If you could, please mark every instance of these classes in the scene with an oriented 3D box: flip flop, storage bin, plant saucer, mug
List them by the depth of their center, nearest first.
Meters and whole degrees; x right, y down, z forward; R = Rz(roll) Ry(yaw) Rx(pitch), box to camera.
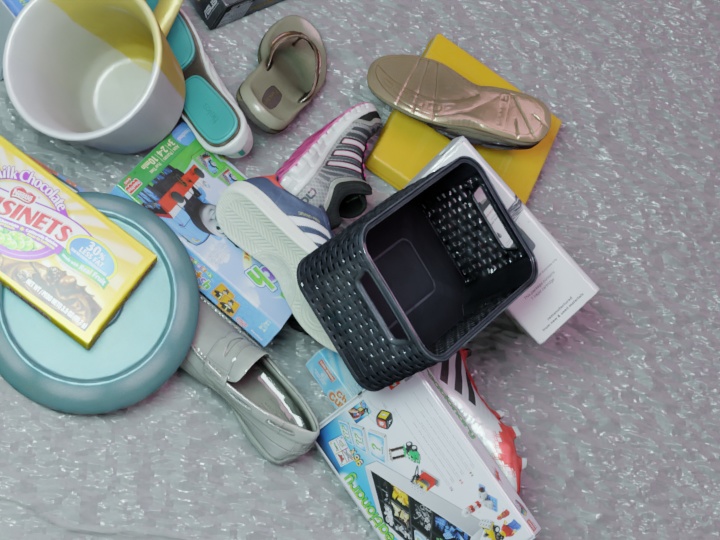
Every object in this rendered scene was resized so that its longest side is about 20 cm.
[{"bbox_3d":[-0.241,0.025,1.505,0.198,0.027,0.202,2,77,-7],"label":"plant saucer"},{"bbox_3d":[0.053,0.001,1.527,0.200,0.093,0.136,-37,97,-46],"label":"storage bin"},{"bbox_3d":[-0.217,-0.186,1.578,0.186,0.153,0.150,-31,76,5],"label":"mug"},{"bbox_3d":[-0.072,-0.208,1.737,0.081,0.058,0.200,38,32,-7],"label":"flip flop"}]

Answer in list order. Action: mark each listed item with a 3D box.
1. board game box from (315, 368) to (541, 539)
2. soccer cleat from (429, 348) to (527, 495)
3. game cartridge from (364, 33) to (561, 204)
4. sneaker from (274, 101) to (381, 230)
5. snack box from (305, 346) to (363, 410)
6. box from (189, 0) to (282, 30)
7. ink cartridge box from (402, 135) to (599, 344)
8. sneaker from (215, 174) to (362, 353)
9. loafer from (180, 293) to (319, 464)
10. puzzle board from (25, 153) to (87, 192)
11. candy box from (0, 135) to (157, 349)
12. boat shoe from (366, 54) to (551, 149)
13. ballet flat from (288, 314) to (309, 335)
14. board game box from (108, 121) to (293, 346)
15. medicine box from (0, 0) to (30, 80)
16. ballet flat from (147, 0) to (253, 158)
[{"bbox_3d":[0.058,0.194,1.568,0.201,0.126,0.035,55,17,7],"label":"board game box"},{"bbox_3d":[0.086,0.134,1.608,0.085,0.069,0.201,-15,69,-26],"label":"soccer cleat"},{"bbox_3d":[0.113,-0.137,1.842,0.176,0.032,0.201,34,55,-9],"label":"game cartridge"},{"bbox_3d":[-0.023,-0.097,1.709,0.088,0.074,0.200,50,37,-9],"label":"sneaker"},{"bbox_3d":[0.049,0.140,1.645,0.116,0.037,0.201,-30,81,-38],"label":"snack box"},{"bbox_3d":[-0.123,-0.359,1.818,0.199,0.048,0.159,-30,80,-38],"label":"box"},{"bbox_3d":[0.134,-0.031,1.702,0.084,0.146,0.200,-42,93,1],"label":"ink cartridge box"},{"bbox_3d":[-0.042,-0.012,1.583,0.200,0.075,0.084,51,38,6],"label":"sneaker"},{"bbox_3d":[-0.111,0.086,1.560,0.200,0.070,0.070,47,47,-2],"label":"loafer"},{"bbox_3d":[-0.256,-0.004,1.567,0.199,0.017,0.151,32,53,-11],"label":"puzzle board"},{"bbox_3d":[-0.285,-0.032,1.484,0.199,0.026,0.102,37,73,1],"label":"candy box"},{"bbox_3d":[0.100,-0.169,1.793,0.198,0.065,0.072,15,66,1],"label":"boat shoe"},{"bbox_3d":[0.000,0.000,1.689,0.200,0.056,0.067,-38,118,-44],"label":"ballet flat"},{"bbox_3d":[-0.131,-0.037,1.618,0.200,0.037,0.151,42,33,-4],"label":"board game box"},{"bbox_3d":[-0.318,-0.316,1.650,0.200,0.103,0.183,-36,85,-37],"label":"medicine box"},{"bbox_3d":[-0.166,-0.185,1.685,0.069,0.070,0.201,-15,59,-34],"label":"ballet flat"}]
